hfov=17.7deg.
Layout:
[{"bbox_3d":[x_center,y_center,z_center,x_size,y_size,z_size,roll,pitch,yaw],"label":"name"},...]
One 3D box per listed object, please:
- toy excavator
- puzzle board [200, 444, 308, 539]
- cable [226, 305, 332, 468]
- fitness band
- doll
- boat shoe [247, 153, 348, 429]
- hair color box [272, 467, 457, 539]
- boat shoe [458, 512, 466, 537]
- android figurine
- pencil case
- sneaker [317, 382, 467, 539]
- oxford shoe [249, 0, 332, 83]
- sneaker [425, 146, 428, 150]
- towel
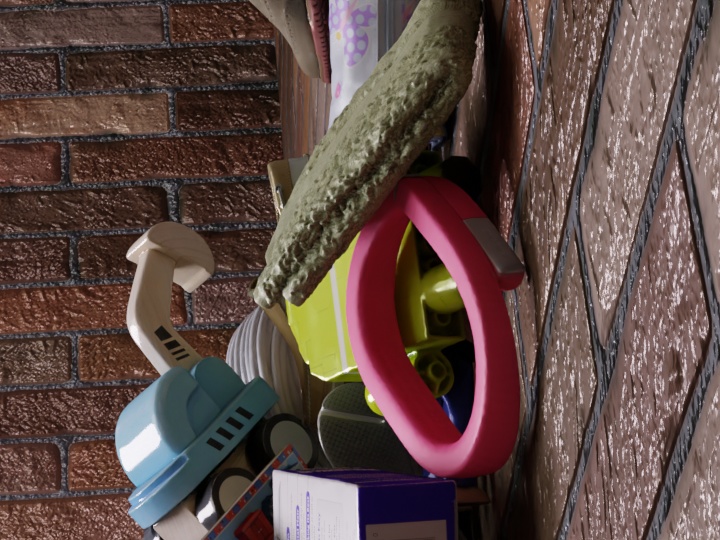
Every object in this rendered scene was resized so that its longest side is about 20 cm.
[{"bbox_3d":[-0.125,0.084,1.641,0.100,0.200,0.194,-36,8,47],"label":"toy excavator"},{"bbox_3d":[-0.039,0.214,1.494,0.151,0.017,0.200,54,-150,-5],"label":"puzzle board"},{"bbox_3d":[-0.025,0.109,1.765,0.200,0.069,0.201,-12,-105,-61],"label":"cable"},{"bbox_3d":[0.042,0.031,1.328,0.200,0.037,0.144,-124,41,-50],"label":"fitness band"},{"bbox_3d":[0.050,0.053,1.486,0.136,0.048,0.201,142,123,-69],"label":"doll"},{"bbox_3d":[-0.043,0.017,1.640,0.072,0.076,0.201,-150,59,-75],"label":"boat shoe"},{"bbox_3d":[0.001,0.174,1.359,0.200,0.065,0.110,173,95,-72],"label":"hair color box"},{"bbox_3d":[0.051,0.173,1.654,0.073,0.063,0.200,-42,37,19],"label":"boat shoe"},{"bbox_3d":[0.012,0.000,1.461,0.200,0.041,0.183,-29,66,52],"label":"android figurine"},{"bbox_3d":[0.015,-0.181,1.589,0.091,0.083,0.201,-3,-89,-80],"label":"pencil case"},{"bbox_3d":[0.031,0.170,1.561,0.080,0.070,0.201,69,180,-84],"label":"sneaker"},{"bbox_3d":[-0.058,-0.211,1.624,0.200,0.074,0.071,73,-158,-45],"label":"oxford shoe"},{"bbox_3d":[0.029,-0.098,1.691,0.082,0.073,0.201,43,141,46],"label":"sneaker"},{"bbox_3d":[0.005,-0.075,1.369,0.200,0.036,0.149,-51,13,25],"label":"towel"}]
